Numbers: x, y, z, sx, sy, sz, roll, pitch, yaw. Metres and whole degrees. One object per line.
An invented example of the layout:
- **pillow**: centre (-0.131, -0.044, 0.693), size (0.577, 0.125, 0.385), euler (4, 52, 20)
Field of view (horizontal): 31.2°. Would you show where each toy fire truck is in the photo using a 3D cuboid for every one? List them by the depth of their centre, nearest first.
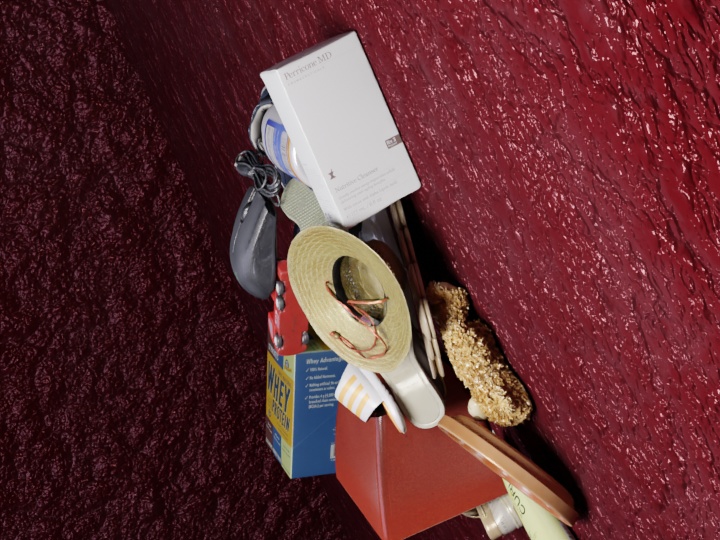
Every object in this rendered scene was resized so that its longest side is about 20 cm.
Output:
- **toy fire truck**: centre (-0.111, 0.003, 1.829), size (0.142, 0.048, 0.202), euler (-119, 27, -51)

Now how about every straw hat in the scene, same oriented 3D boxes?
- **straw hat**: centre (0.009, 0.015, 1.551), size (0.199, 0.085, 0.203), euler (27, 136, 29)

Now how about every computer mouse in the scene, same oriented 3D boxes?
- **computer mouse**: centre (-0.151, -0.056, 1.765), size (0.138, 0.052, 0.203), euler (-140, 48, -60)

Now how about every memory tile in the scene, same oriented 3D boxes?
- **memory tile**: centre (0.069, 0.020, 1.591), size (0.154, 0.017, 0.202), euler (73, -177, -59)

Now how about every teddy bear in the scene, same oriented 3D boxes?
- **teddy bear**: centre (0.129, 0.104, 1.546), size (0.202, 0.066, 0.145), euler (63, 171, 7)

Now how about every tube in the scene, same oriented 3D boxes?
- **tube**: centre (0.218, 0.301, 1.651), size (0.058, 0.051, 0.201), euler (-57, 45, 30)

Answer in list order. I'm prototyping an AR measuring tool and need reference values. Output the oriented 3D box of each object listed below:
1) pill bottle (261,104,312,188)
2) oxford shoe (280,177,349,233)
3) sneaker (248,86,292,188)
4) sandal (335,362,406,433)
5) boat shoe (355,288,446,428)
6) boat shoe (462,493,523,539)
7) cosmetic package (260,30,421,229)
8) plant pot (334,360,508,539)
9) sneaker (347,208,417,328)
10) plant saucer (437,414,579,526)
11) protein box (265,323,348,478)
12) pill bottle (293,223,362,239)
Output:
- **pill bottle**: centre (-0.065, -0.172, 1.677), size (0.113, 0.111, 0.200), euler (67, 169, -20)
- **oxford shoe**: centre (-0.047, -0.062, 1.667), size (0.057, 0.076, 0.200), euler (26, -166, -31)
- **sneaker**: centre (-0.101, -0.160, 1.857), size (0.146, 0.076, 0.205), euler (-88, -24, -70)
- **sandal**: centre (-0.014, 0.141, 1.675), size (0.207, 0.059, 0.079), euler (52, 174, 24)
- **boat shoe**: centre (0.052, 0.103, 1.648), size (0.202, 0.071, 0.060), euler (61, -161, -11)
- **boat shoe**: centre (0.165, 0.322, 1.856), size (0.074, 0.069, 0.200), euler (60, 171, -23)
- **cosmetic package**: centre (-0.023, -0.165, 1.512), size (0.202, 0.112, 0.081), euler (64, 167, -15)
- **plant pot**: centre (0.070, 0.223, 1.797), size (0.200, 0.198, 0.178), euler (-138, 32, -60)
- **sneaker**: centre (0.000, 0.000, 1.657), size (0.074, 0.114, 0.203), euler (-96, -7, -65)
- **plant saucer**: centre (0.179, 0.232, 1.539), size (0.199, 0.032, 0.200), euler (37, 174, 5)
- **protein box**: centre (-0.034, 0.189, 1.984), size (0.135, 0.196, 0.203), euler (-142, 51, -62)
- **pill bottle**: centre (-0.031, -0.041, 1.820), size (0.113, 0.111, 0.200), euler (66, 168, -16)
